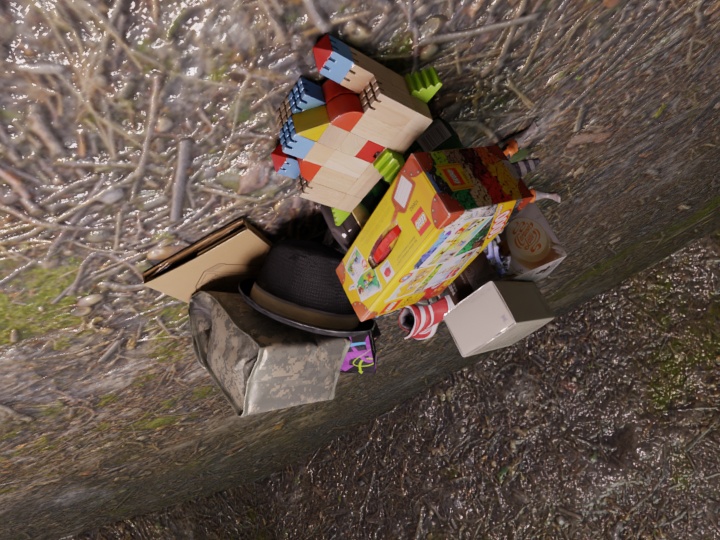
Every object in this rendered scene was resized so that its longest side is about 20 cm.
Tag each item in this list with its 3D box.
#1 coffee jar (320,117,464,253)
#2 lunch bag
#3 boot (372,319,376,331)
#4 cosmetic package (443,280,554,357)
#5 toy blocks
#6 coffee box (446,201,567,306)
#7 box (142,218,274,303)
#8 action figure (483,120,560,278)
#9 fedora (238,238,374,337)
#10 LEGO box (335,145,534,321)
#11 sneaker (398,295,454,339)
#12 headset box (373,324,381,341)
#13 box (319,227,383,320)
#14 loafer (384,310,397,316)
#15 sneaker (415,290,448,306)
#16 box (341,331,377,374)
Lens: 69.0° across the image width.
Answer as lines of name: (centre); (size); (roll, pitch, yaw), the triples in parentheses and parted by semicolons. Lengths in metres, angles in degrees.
coffee jar: (0.048, -0.097, 0.678); (0.196, 0.087, 0.105); (-32, 147, 6)
lunch bag: (-0.139, 0.099, 0.749); (0.160, 0.198, 0.122); (3, 114, -44)
boot: (-0.071, 0.099, 0.975); (0.128, 0.070, 0.197); (23, 145, -37)
cosmetic package: (0.227, 0.074, 0.841); (0.103, 0.075, 0.197); (-38, 156, 28)
toy blocks: (-0.025, -0.142, 0.541); (0.133, 0.103, 0.200); (11, 140, -38)
coffee box: (0.231, -0.025, 0.885); (0.194, 0.117, 0.080); (-19, 158, -20)
box: (-0.191, 0.005, 0.763); (0.159, 0.022, 0.200); (-28, 159, 6)
action figure: (0.202, -0.103, 0.805); (0.187, 0.205, 0.105); (-21, -161, 12)
fedora: (-0.065, 0.014, 0.716); (0.197, 0.197, 0.095); (4, 106, -50)
LEGO box: (0.079, -0.041, 0.606); (0.145, 0.079, 0.201); (-15, 154, -37)
sneaker: (0.106, 0.101, 1.046); (0.109, 0.073, 0.201); (-17, 161, -21)
headset box: (-0.059, 0.177, 1.221); (0.144, 0.079, 0.201); (-11, 153, -31)
box: (0.000, 0.000, 0.841); (0.152, 0.051, 0.201); (14, 144, -17)
loafer: (0.083, 0.030, 1.060); (0.196, 0.073, 0.064); (-21, 154, -40)
sneaker: (0.157, 0.006, 0.951); (0.194, 0.078, 0.079); (-18, 180, -21)
box: (-0.046, 0.120, 0.927); (0.137, 0.037, 0.204); (2, 141, 10)
